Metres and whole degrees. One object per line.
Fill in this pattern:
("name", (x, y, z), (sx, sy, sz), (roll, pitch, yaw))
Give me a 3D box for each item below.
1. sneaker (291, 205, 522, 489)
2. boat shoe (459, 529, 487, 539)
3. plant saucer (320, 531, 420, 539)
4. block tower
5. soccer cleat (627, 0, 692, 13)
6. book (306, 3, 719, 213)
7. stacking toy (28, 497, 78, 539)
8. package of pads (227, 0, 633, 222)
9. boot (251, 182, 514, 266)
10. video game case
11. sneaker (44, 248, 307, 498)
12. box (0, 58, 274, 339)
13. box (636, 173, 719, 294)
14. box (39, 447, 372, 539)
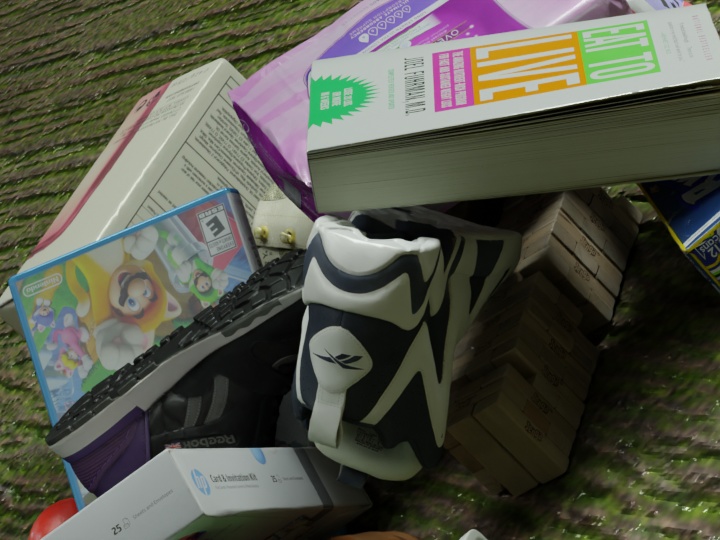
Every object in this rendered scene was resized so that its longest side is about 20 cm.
("sneaker", (0.017, 0.038, 1.414), (0.199, 0.079, 0.130), (-25, -50, -76))
("boat shoe", (0.041, 0.191, 1.241), (0.060, 0.074, 0.200), (-32, 32, 22))
("plant saucer", (-0.040, 0.202, 1.427), (0.200, 0.037, 0.200), (-39, 21, 18))
("block tower", (0.090, 0.027, 1.485), (0.054, 0.058, 0.200), (-30, 24, 36))
("soccer cleat", (0.141, -0.139, 1.680), (0.067, 0.076, 0.200), (-48, 20, -9))
("book", (0.076, -0.080, 1.401), (0.200, 0.048, 0.134), (-9, 24, 4))
("stacking toy", (-0.103, 0.107, 1.609), (0.200, 0.085, 0.085), (-37, 21, 11))
("package of pads", (0.042, -0.098, 1.527), (0.200, 0.076, 0.121), (-33, 41, -7))
("boot", (0.000, 0.000, 1.583), (0.154, 0.072, 0.200), (-6, 48, 43))
("video game case", (-0.099, 0.074, 1.561), (0.143, 0.200, 0.018), (-22, -10, 19))
("sneaker", (-0.062, 0.064, 1.505), (0.200, 0.088, 0.076), (-34, 11, 26))
("box", (-0.121, -0.016, 1.885), (0.109, 0.128, 0.200), (-19, 32, 52))
("box", (0.180, -0.043, 1.430), (0.070, 0.064, 0.200), (-42, 19, 8))
("box", (-0.100, 0.144, 1.441), (0.156, 0.041, 0.200), (-36, -15, 18))
